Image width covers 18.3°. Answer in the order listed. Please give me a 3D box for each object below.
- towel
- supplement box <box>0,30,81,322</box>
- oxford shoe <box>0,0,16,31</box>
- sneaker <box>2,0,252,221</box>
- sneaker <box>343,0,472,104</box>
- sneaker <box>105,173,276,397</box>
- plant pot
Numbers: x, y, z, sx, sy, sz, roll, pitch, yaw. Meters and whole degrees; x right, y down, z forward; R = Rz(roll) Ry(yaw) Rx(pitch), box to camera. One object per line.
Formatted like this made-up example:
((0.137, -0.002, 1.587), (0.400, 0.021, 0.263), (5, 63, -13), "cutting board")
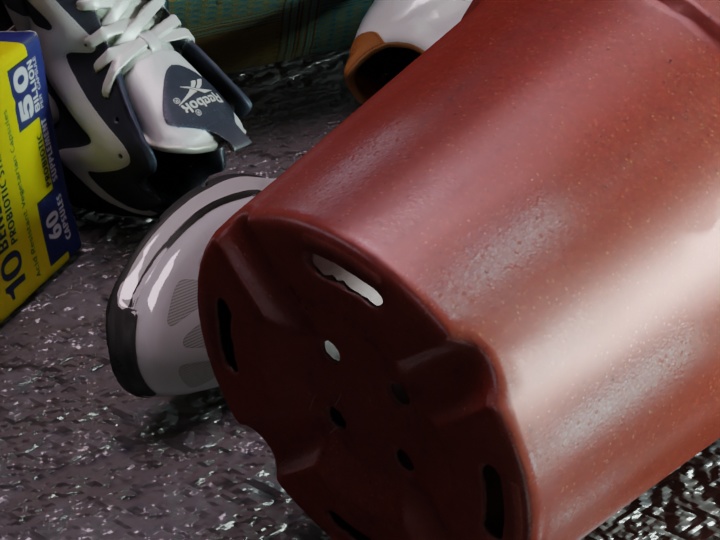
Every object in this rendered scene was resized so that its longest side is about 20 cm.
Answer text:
((-0.053, -0.136, 1.155), (0.200, 0.022, 0.147), (-14, -12, -11), "towel")
((-0.219, -0.017, 0.946), (0.109, 0.109, 0.200), (3, 28, 23), "supplement box")
((-0.267, -0.123, 1.196), (0.200, 0.071, 0.073), (-16, -14, -16), "oxford shoe")
((-0.100, -0.104, 1.003), (0.130, 0.199, 0.079), (25, 33, 31), "sneaker")
((0.084, -0.089, 1.076), (0.200, 0.073, 0.085), (11, 56, 31), "sneaker")
((0.000, -0.001, 0.883), (0.115, 0.076, 0.200), (12, 29, 40), "sneaker")
((0.063, -0.002, 0.756), (0.195, 0.201, 0.201), (-36, 36, -31), "plant pot")
